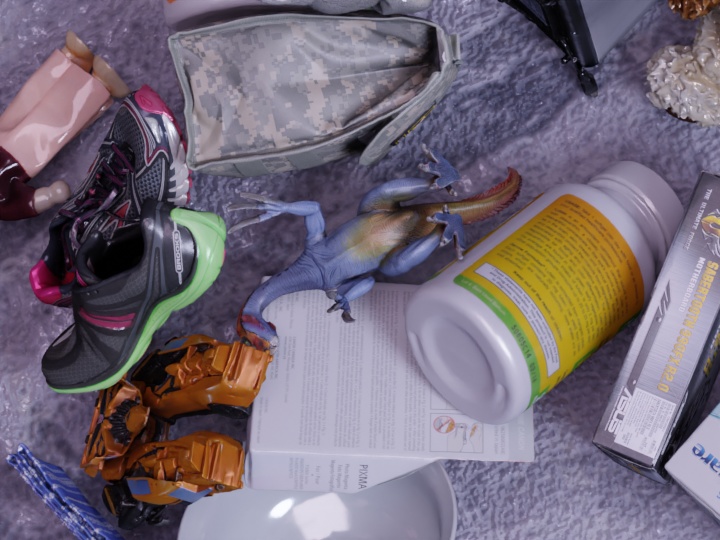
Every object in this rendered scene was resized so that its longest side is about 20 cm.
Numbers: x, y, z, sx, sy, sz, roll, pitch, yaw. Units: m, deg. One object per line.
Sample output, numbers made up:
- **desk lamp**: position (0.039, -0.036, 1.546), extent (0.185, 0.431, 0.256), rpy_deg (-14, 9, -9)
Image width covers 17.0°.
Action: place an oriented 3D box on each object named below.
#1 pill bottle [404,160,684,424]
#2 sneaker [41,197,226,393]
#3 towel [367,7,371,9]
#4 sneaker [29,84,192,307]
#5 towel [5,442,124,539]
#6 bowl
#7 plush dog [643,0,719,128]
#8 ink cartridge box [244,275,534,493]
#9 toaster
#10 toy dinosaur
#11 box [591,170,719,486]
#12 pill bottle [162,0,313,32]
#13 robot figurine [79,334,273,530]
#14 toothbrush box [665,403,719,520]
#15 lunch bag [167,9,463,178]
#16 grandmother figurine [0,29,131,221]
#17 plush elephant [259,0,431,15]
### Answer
- **pill bottle**: position (0.135, 0.009, 1.675), extent (0.200, 0.111, 0.111), rpy_deg (-37, 77, -29)
- **sneaker**: position (-0.172, 0.012, 1.694), extent (0.083, 0.077, 0.200), rpy_deg (29, 127, -21)
- **towel**: position (-0.041, -0.276, 1.814), extent (0.148, 0.031, 0.201), rpy_deg (17, 85, 11)
- **sneaker**: position (-0.177, -0.044, 1.721), extent (0.081, 0.074, 0.201), rpy_deg (55, 137, 34)
- **towel**: position (-0.164, 0.203, 1.707), extent (0.024, 0.145, 0.200), rpy_deg (-44, 78, -3)
- **bowl**: position (-0.024, 0.206, 1.694), extent (0.199, 0.091, 0.202), rpy_deg (-7, 49, 8)
- **plush dog**: position (0.305, -0.172, 1.673), extent (0.199, 0.172, 0.162), rpy_deg (17, 85, 11)
- **ink cartridge box**: position (0.020, 0.083, 1.712), extent (0.198, 0.057, 0.163), rpy_deg (5, 49, -3)
- **toaster**: position (0.133, -0.251, 1.712), extent (0.119, 0.200, 0.181), rpy_deg (-42, 70, -2)
- **toy dinosaur**: position (0.000, 0.000, 1.687), extent (0.181, 0.199, 0.106), rpy_deg (-35, 62, 36)
- **box**: position (0.225, 0.044, 1.662), extent (0.048, 0.158, 0.201), rpy_deg (22, 85, 15)
- **pill bottle**: position (-0.095, -0.280, 1.754), extent (0.113, 0.114, 0.202), rpy_deg (-6, 84, 8)
- **robot figurine**: position (-0.136, 0.107, 1.703), extent (0.058, 0.199, 0.146), rpy_deg (22, 71, -29)
- **toothbrush box**: position (0.316, 0.103, 1.631), extent (0.200, 0.146, 0.085), rpy_deg (-48, 60, -1)
- **lunch bag**: position (-0.022, -0.130, 1.714), extent (0.198, 0.164, 0.119), rpy_deg (-10, 91, 5)
- **grandmother figurine**: position (-0.261, -0.083, 1.795), extent (0.200, 0.061, 0.121), rpy_deg (-45, 54, -6)
- **plush elephant**: position (-0.022, -0.242, 1.595), extent (0.155, 0.164, 0.201), rpy_deg (50, 130, 25)
